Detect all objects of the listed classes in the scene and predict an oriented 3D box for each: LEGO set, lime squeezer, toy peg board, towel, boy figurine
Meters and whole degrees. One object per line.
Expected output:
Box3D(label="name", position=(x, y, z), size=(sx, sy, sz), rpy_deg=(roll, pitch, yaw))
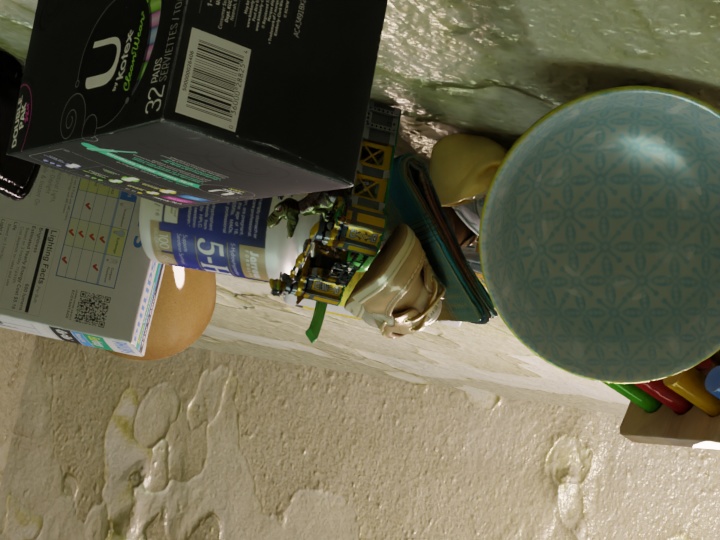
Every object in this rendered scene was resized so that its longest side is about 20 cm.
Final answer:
Box3D(label="LEGO set", position=(-0.048, -0.062, 1.085), size=(0.115, 0.155, 0.200), rpy_deg=(13, 167, -9))
Box3D(label="lime squeezer", position=(0.000, 0.000, 1.211), size=(0.071, 0.038, 0.199), rpy_deg=(40, -144, 19))
Box3D(label="toy peg board", position=(0.300, 0.044, 1.180), size=(0.097, 0.201, 0.199), rpy_deg=(31, 164, -21))
Box3D(label="towel", position=(0.050, -0.022, 1.132), size=(0.022, 0.148, 0.200), rpy_deg=(-28, -177, -10))
Box3D(label="boy figurine", position=(0.152, -0.064, 1.081), size=(0.198, 0.065, 0.124), rpy_deg=(11, 174, -17))

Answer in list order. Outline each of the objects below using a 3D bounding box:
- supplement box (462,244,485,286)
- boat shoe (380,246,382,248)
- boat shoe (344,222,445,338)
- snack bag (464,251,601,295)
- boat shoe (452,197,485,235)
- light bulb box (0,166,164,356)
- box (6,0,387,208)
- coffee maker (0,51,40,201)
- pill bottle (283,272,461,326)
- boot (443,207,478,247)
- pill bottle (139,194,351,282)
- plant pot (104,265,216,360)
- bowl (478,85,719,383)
Box3D(label="supplement box", position=(0.140, -0.017, 1.362), size=(0.198, 0.069, 0.067), rpy_deg=(10, 169, 22))
Box3D(label="boat shoe", position=(-0.070, -0.039, 1.395), size=(0.198, 0.074, 0.076), rpy_deg=(15, -153, 12))
Box3D(label="boat shoe", position=(0.035, 0.016, 1.080), size=(0.069, 0.074, 0.200), rpy_deg=(36, 172, 1))
Box3D(label="snack bag", position=(0.199, 0.001, 1.086), size=(0.187, 0.022, 0.200), rpy_deg=(0, -173, -13))
Box3D(label="boat shoe", position=(0.150, -0.045, 1.215), size=(0.071, 0.071, 0.200), rpy_deg=(17, 172, 43))
Box3D(label="light bulb box", position=(-0.311, -0.027, 1.442), size=(0.198, 0.200, 0.125), rpy_deg=(13, 170, -1))
Box3D(label="box", position=(-0.095, -0.125, 0.760), size=(0.124, 0.150, 0.199), rpy_deg=(17, 170, -35))
Box3D(label="coffee maker", position=(-0.396, -0.146, 1.150), size=(0.198, 0.135, 0.193), rpy_deg=(7, 146, 21))
Box3D(label="pill bottle", position=(0.021, 0.002, 1.480), size=(0.198, 0.112, 0.111), rpy_deg=(12, 171, 0))
Box3D(label="boot", position=(0.084, -0.047, 1.244), size=(0.075, 0.074, 0.200), rpy_deg=(-1, -176, 2))
Box3D(label="pill bottle", position=(-0.100, -0.051, 1.292), size=(0.198, 0.121, 0.120), rpy_deg=(9, 170, 12))
Box3D(label="plant pot", position=(-0.253, -0.010, 1.614), size=(0.185, 0.188, 0.200), rpy_deg=(13, 157, -9))
Box3D(label="bowl", position=(0.180, -0.033, 0.934), size=(0.198, 0.202, 0.108), rpy_deg=(11, -166, 1))
